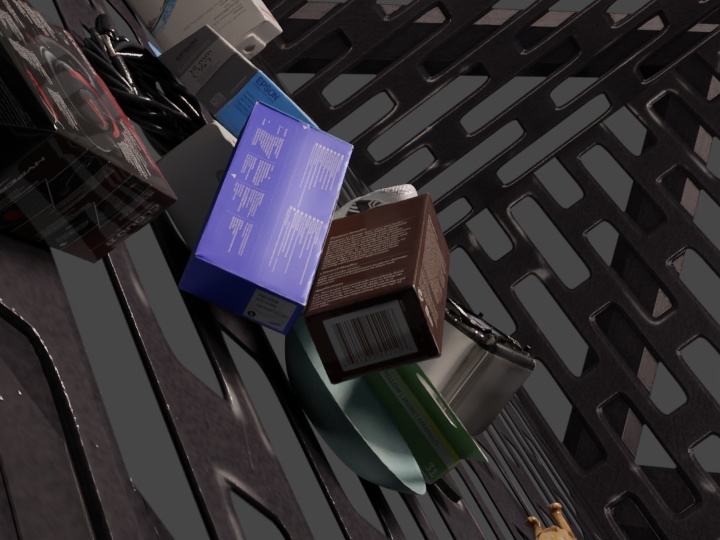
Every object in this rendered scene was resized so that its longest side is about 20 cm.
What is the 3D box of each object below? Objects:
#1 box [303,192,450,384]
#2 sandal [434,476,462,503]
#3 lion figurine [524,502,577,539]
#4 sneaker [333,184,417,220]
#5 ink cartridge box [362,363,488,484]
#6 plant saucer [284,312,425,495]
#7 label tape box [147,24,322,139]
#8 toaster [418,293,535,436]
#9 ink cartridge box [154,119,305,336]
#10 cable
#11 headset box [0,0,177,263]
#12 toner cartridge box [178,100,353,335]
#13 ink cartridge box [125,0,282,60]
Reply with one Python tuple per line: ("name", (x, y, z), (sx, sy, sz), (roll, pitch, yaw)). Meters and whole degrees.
("box", (0.018, 0.012, 1.203), (0.200, 0.100, 0.075), (-77, 149, -62))
("sandal", (0.066, 0.171, 1.543), (0.075, 0.048, 0.201), (47, 8, -50))
("lion figurine", (0.260, 0.381, 1.766), (0.200, 0.072, 0.123), (54, 11, -41))
("sneaker", (0.000, 0.000, 1.389), (0.075, 0.200, 0.115), (-18, 76, -55))
("ink cartridge box", (0.044, 0.137, 1.341), (0.146, 0.048, 0.200), (54, -8, -1))
("plant saucer", (-0.015, 0.124, 1.221), (0.201, 0.039, 0.201), (52, 6, -8))
("label tape box", (-0.116, -0.171, 1.382), (0.143, 0.066, 0.200), (42, 5, -40))
("toaster", (0.078, 0.083, 1.526), (0.181, 0.119, 0.200), (36, 5, 24))
("ink cartridge box", (-0.095, -0.031, 1.272), (0.147, 0.083, 0.200), (57, 6, 24))
("cable", (-0.200, -0.164, 1.382), (0.200, 0.051, 0.163), (51, 6, -30))
("headset box", (-0.201, -0.093, 0.833), (0.149, 0.075, 0.200), (55, 6, 14))
("toner cartridge box", (-0.073, -0.047, 1.127), (0.095, 0.043, 0.200), (26, 44, -10))
("ink cartridge box", (-0.229, -0.373, 1.913), (0.200, 0.145, 0.147), (54, 6, 1))
